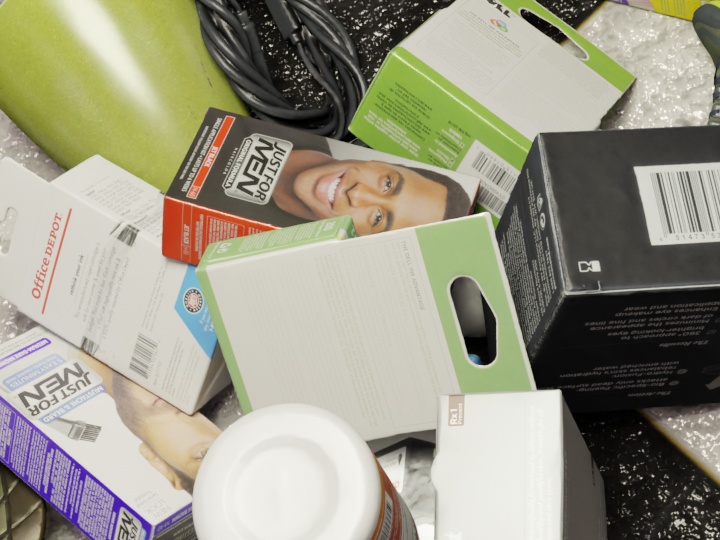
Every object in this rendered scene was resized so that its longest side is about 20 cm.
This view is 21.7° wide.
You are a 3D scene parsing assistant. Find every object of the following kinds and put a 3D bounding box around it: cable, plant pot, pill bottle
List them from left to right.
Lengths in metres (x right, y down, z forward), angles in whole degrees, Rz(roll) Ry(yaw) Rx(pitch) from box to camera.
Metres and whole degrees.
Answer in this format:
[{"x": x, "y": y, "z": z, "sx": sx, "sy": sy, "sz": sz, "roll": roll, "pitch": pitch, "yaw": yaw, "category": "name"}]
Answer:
[{"x": -0.163, "y": -0.123, "z": 1.423, "sx": 0.186, "sy": 0.187, "sz": 0.201, "roll": -36, "pitch": 77, "yaw": -5, "category": "plant pot"}, {"x": -0.065, "y": -0.181, "z": 1.431, "sx": 0.051, "sy": 0.163, "sz": 0.202, "roll": -30, "pitch": 67, "yaw": 26, "category": "cable"}, {"x": -0.025, "y": 0.163, "z": 1.142, "sx": 0.111, "sy": 0.200, "sz": 0.113, "roll": -4, "pitch": 66, "yaw": 10, "category": "pill bottle"}]

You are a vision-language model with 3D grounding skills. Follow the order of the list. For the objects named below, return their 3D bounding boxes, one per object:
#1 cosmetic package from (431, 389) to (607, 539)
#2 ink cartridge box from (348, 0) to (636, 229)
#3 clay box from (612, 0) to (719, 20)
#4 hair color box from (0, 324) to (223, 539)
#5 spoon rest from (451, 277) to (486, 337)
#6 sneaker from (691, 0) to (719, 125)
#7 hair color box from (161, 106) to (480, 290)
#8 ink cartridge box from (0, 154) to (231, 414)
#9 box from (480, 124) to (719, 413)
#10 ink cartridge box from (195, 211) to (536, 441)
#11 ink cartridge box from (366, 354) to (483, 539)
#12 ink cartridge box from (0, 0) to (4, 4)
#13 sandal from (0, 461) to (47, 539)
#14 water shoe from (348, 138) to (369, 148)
[{"x": 0.106, "y": 0.156, "z": 1.207, "sx": 0.089, "sy": 0.200, "sz": 0.108, "roll": -3, "pitch": 69, "yaw": 12, "category": "cosmetic package"}, {"x": 0.103, "y": -0.124, "z": 1.380, "sx": 0.147, "sy": 0.076, "sz": 0.200, "roll": 37, "pitch": 35, "yaw": 6, "category": "ink cartridge box"}, {"x": 0.213, "y": -0.246, "z": 1.417, "sx": 0.198, "sy": 0.115, "sz": 0.048, "roll": 19, "pitch": 70, "yaw": 19, "category": "clay box"}, {"x": -0.182, "y": 0.121, "z": 1.341, "sx": 0.199, "sy": 0.065, "sz": 0.109, "roll": 37, "pitch": 41, "yaw": 23, "category": "hair color box"}, {"x": 0.048, "y": 0.011, "z": 1.341, "sx": 0.198, "sy": 0.061, "sz": 0.100, "roll": -17, "pitch": 92, "yaw": -25, "category": "spoon rest"}, {"x": 0.276, "y": -0.109, "z": 1.366, "sx": 0.080, "sy": 0.074, "sz": 0.202, "roll": -21, "pitch": 61, "yaw": 6, "category": "sneaker"}, {"x": -0.027, "y": -0.036, "z": 1.283, "sx": 0.198, "sy": 0.062, "sz": 0.102, "roll": 15, "pitch": 47, "yaw": 6, "category": "hair color box"}, {"x": -0.172, "y": -0.001, "z": 1.354, "sx": 0.199, "sy": 0.117, "sz": 0.068, "roll": 30, "pitch": 32, "yaw": 13, "category": "ink cartridge box"}, {"x": 0.194, "y": 0.003, "z": 1.232, "sx": 0.194, "sy": 0.200, "sz": 0.119, "roll": -3, "pitch": 63, "yaw": -11, "category": "box"}, {"x": 0.007, "y": 0.037, "z": 1.218, "sx": 0.198, "sy": 0.147, "sz": 0.048, "roll": -11, "pitch": 21, "yaw": 15, "category": "ink cartridge box"}, {"x": 0.010, "y": 0.163, "z": 1.292, "sx": 0.143, "sy": 0.084, "sz": 0.202, "roll": 1, "pitch": 67, "yaw": 14, "category": "ink cartridge box"}, {"x": -0.206, "y": -0.266, "z": 1.504, "sx": 0.198, "sy": 0.146, "sz": 0.085, "roll": -23, "pitch": 62, "yaw": 2, "category": "ink cartridge box"}, {"x": -0.272, "y": 0.159, "z": 1.381, "sx": 0.081, "sy": 0.055, "sz": 0.201, "roll": -20, "pitch": 49, "yaw": -4, "category": "sandal"}, {"x": -0.032, "y": -0.050, "z": 1.382, "sx": 0.199, "sy": 0.079, "sz": 0.072, "roll": -36, "pitch": 95, "yaw": -14, "category": "water shoe"}]
